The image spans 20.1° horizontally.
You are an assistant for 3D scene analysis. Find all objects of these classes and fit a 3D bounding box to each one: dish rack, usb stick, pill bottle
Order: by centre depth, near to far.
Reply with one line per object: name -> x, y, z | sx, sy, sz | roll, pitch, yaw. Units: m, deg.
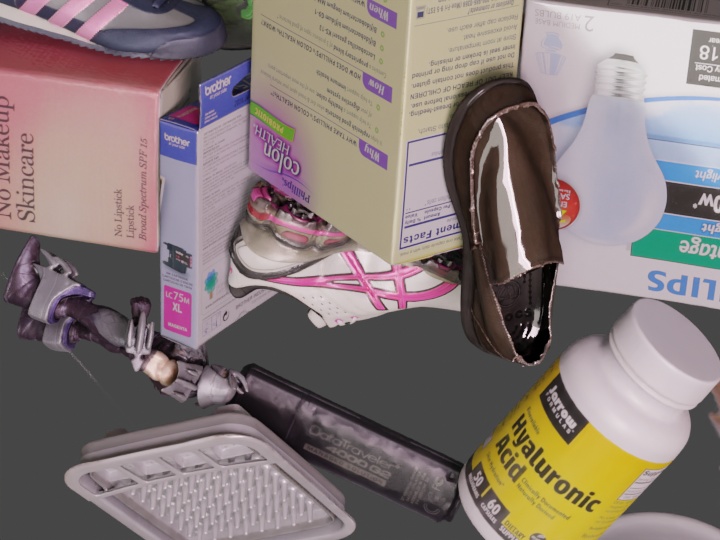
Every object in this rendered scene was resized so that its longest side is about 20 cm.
pill bottle -> 0.168, 0.117, 1.472 | 0.111, 0.111, 0.200 | 36, 118, -5
dish rack -> -0.111, 0.162, 1.556 | 0.170, 0.044, 0.200 | -14, 145, 22
usb stick -> -0.011, 0.134, 1.569 | 0.199, 0.033, 0.056 | 25, 112, 1

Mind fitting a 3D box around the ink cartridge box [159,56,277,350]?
ink cartridge box -> -0.095, -0.059, 1.445 | 0.042, 0.119, 0.202 | 19, 121, 26

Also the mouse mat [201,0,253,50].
mouse mat -> -0.022, -0.230, 1.409 | 0.198, 0.008, 0.162 | 1, 116, 15

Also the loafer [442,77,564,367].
loafer -> 0.103, -0.026, 1.289 | 0.072, 0.071, 0.202 | -20, 123, -19

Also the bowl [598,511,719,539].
bowl -> 0.224, 0.293, 1.556 | 0.199, 0.091, 0.203 | 6, 117, 12

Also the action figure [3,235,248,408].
action figure -> -0.170, 0.050, 1.521 | 0.199, 0.130, 0.070 | 24, 77, 16

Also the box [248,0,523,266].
box -> 0.013, -0.135, 1.338 | 0.176, 0.096, 0.202 | 34, 129, 46

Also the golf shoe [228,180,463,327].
golf shoe -> 0.000, 0.000, 1.459 | 0.198, 0.073, 0.093 | 16, 116, -18

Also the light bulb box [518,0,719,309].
light bulb box -> 0.202, -0.093, 1.352 | 0.196, 0.125, 0.202 | 8, 116, 11

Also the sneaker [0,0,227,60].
sneaker -> -0.187, -0.205, 1.425 | 0.198, 0.070, 0.083 | 14, 122, 6

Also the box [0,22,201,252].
box -> -0.222, -0.103, 1.462 | 0.198, 0.109, 0.129 | 8, 117, 10
